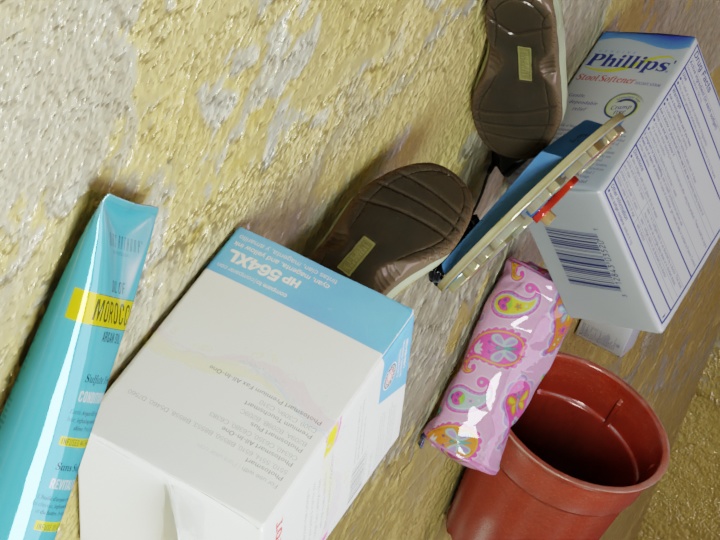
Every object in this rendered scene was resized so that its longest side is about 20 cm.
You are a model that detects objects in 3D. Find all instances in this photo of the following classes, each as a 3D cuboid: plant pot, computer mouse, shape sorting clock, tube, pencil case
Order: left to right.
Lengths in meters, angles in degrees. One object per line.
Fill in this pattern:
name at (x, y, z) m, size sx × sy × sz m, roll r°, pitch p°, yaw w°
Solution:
tube at (-0.151, 0.058, 1.045) m, size 0.077 × 0.050 × 0.201 m, roll 15°, pitch 95°, yaw -82°
computer mouse at (0.115, -0.072, 1.709) m, size 0.201 × 0.034 × 0.059 m, roll -62°, pitch 165°, yaw -4°
pencil case at (0.131, 0.089, 1.939) m, size 0.201 × 0.087 × 0.087 m, roll -64°, pitch 165°, yaw 4°
shape sorting clock at (0.136, -0.051, 1.637) m, size 0.200 × 0.039 × 0.200 m, roll -46°, pitch 174°, yaw -6°
plant pot at (0.192, 0.222, 2.175) m, size 0.201 × 0.200 × 0.196 m, roll -43°, pitch 162°, yaw -52°

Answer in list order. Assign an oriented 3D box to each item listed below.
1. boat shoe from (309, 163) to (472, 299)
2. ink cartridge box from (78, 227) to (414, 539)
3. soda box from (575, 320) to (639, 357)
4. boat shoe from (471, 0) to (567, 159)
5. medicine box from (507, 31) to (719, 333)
boat shoe at (0.000, 0.000, 1.390) m, size 0.200 × 0.072 × 0.076 m, roll -39°, pitch 167°, yaw -40°
ink cartridge box at (-0.073, 0.102, 1.205) m, size 0.200 × 0.125 × 0.129 m, roll -52°, pitch 161°, yaw -36°
soda box at (0.326, -0.004, 2.453) m, size 0.201 × 0.063 × 0.068 m, roll -67°, pitch 165°, yaw 16°
boat shoe at (0.127, -0.166, 1.551) m, size 0.201 × 0.071 × 0.077 m, roll 95°, pitch 11°, yaw -56°
medicine box at (0.245, -0.081, 1.864) m, size 0.200 × 0.102 × 0.183 m, roll -55°, pitch 135°, yaw -29°
